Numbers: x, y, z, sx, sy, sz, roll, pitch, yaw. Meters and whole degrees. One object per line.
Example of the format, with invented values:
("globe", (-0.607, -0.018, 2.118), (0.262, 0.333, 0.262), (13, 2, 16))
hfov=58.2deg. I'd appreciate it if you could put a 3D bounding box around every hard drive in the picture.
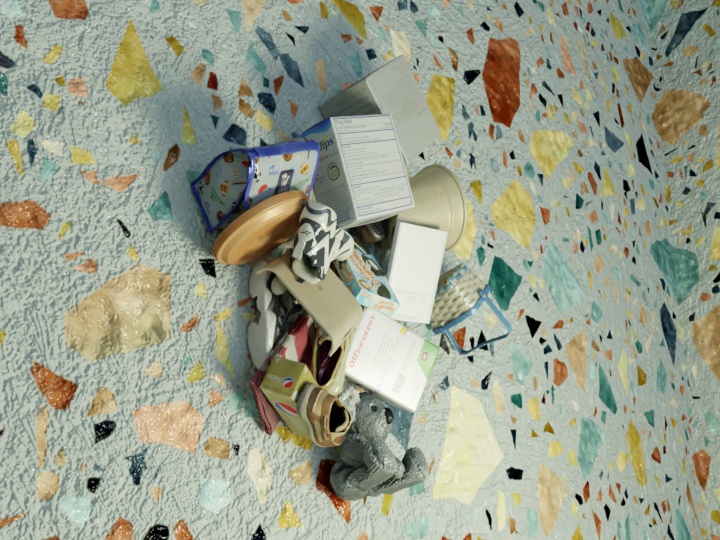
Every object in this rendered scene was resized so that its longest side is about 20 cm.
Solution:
("hard drive", (0.114, 0.007, 1.397), (0.129, 0.025, 0.206), (8, 96, -30))

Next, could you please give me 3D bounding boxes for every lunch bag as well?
("lunch bag", (-0.181, -0.161, 1.161), (0.168, 0.199, 0.126), (-20, 80, -46))

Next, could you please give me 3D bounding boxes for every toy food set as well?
("toy food set", (-0.091, 0.050, 1.197), (0.201, 0.060, 0.143), (49, 29, 1))

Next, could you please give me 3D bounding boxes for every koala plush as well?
("koala plush", (0.012, 0.336, 1.295), (0.176, 0.181, 0.205), (28, 40, -46))

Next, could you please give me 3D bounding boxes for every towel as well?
("towel", (-0.132, 0.187, 1.212), (0.201, 0.022, 0.147), (-55, 148, -40))

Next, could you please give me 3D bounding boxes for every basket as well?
("basket", (0.248, 0.097, 1.547), (0.139, 0.175, 0.203), (-37, 94, -46))

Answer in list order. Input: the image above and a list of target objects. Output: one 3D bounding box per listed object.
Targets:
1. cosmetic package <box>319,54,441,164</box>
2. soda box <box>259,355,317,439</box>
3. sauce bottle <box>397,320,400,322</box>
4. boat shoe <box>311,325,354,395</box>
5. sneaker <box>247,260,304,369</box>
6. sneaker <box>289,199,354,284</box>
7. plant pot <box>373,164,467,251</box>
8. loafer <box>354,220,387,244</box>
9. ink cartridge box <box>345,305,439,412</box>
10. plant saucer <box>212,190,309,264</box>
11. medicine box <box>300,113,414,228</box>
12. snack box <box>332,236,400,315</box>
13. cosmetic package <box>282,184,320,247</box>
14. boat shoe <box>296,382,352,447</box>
("cosmetic package", (0.047, -0.337, 1.461), (0.165, 0.163, 0.203), (-43, 108, -41))
("soda box", (-0.111, 0.237, 1.173), (0.202, 0.066, 0.065), (71, 37, -51))
("sauce bottle", (0.057, 0.114, 1.432), (0.065, 0.065, 0.206), (-19, 93, -44))
("boat shoe", (-0.054, 0.138, 1.245), (0.067, 0.072, 0.206), (63, 28, -66))
("sneaker", (-0.150, 0.087, 1.227), (0.112, 0.075, 0.207), (10, 71, -39))
("sneaker", (-0.078, -0.028, 1.183), (0.200, 0.078, 0.132), (68, 45, -71))
("plant pot", (0.112, -0.130, 1.476), (0.179, 0.199, 0.207), (-13, 89, -33))
("loafer", (-0.017, -0.142, 1.416), (0.072, 0.071, 0.204), (-13, 71, -43))
("ink cartridge box", (0.047, 0.182, 1.346), (0.197, 0.083, 0.148), (31, 74, -20))
("plant saucer", (-0.172, -0.070, 1.160), (0.198, 0.200, 0.033), (-24, 74, -44))
("medicine box", (-0.003, -0.200, 1.300), (0.180, 0.101, 0.206), (-16, 90, -45))
("snack box", (0.000, 0.000, 1.346), (0.114, 0.037, 0.202), (22, 29, -39))
("cosmetic package", (-0.092, -0.143, 1.332), (0.102, 0.086, 0.206), (22, 65, -40))
("boat shoe", (-0.053, 0.269, 1.147), (0.201, 0.070, 0.077), (65, 43, -56))
